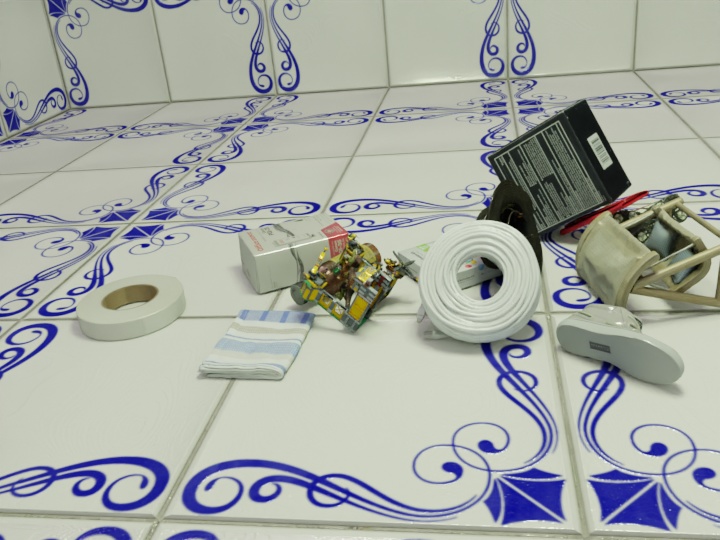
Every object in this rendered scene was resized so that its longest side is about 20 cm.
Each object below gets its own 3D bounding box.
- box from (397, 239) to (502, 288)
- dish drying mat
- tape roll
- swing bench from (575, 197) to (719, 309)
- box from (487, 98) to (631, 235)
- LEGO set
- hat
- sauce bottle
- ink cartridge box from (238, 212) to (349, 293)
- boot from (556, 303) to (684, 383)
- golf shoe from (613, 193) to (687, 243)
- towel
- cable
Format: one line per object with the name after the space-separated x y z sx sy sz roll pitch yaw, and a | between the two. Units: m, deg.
0.193 -0.021 1.417 0.198 0.042 0.156 -18 27 -21 | box
0.472 -0.114 1.444 0.076 0.018 0.200 -26 -3 -22 | dish drying mat
-0.427 0.065 1.379 0.199 0.038 0.203 -6 25 3 | tape roll
0.487 -0.019 1.238 0.197 0.132 0.199 -8 25 -3 | swing bench
0.398 -0.202 1.485 0.197 0.202 0.123 -27 3 45 | box
0.000 0.000 1.267 0.154 0.117 0.199 43 40 17 | LEGO set
0.250 -0.057 1.318 0.080 0.203 0.200 -8 18 38 | hat
-0.046 0.007 1.380 0.066 0.067 0.199 18 32 42 | sauce bottle
-0.133 -0.038 1.477 0.197 0.084 0.146 -14 26 -18 | ink cartridge box
0.392 0.094 1.077 0.095 0.074 0.199 -31 33 -31 | boot
0.547 -0.086 1.462 0.197 0.078 0.088 -18 -6 -5 | golf shoe
-0.167 0.117 1.222 0.145 0.024 0.200 1 25 13 | towel
0.190 0.015 1.180 0.197 0.203 0.069 4 -17 14 | cable
